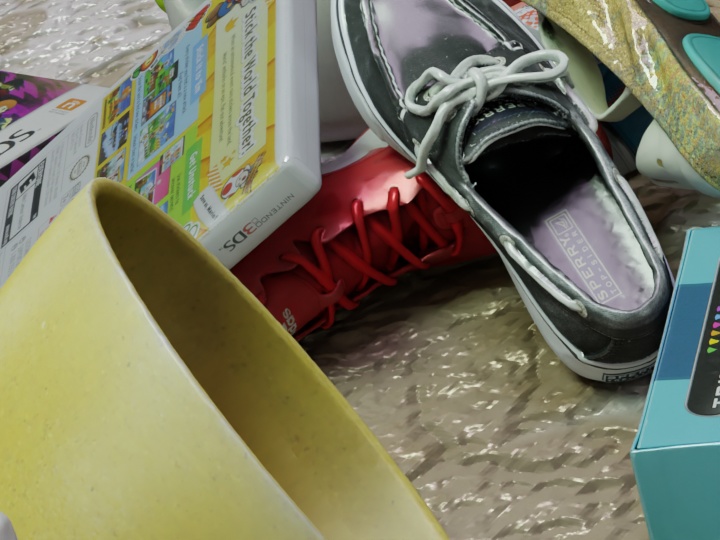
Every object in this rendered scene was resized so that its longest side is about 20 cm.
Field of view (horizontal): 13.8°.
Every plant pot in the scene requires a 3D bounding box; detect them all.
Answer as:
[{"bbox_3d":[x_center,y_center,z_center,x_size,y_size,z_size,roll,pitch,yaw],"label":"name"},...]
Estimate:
[{"bbox_3d":[-0.067,0.094,0.899,0.142,0.200,0.200,-41,26,7],"label":"plant pot"}]

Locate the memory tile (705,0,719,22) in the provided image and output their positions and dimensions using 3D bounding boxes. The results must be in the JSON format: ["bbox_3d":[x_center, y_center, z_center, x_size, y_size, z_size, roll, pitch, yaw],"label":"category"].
[{"bbox_3d":[0.213,-0.117,1.188,0.153,0.017,0.200,14,41,34],"label":"memory tile"}]

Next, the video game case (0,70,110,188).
[{"bbox_3d":[-0.232,-0.042,1.381,0.200,0.036,0.181,12,36,43],"label":"video game case"}]

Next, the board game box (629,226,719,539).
[{"bbox_3d":[0.201,0.031,0.999,0.199,0.047,0.151,-6,28,18],"label":"board game box"}]

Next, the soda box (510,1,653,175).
[{"bbox_3d":[0.163,-0.113,1.274,0.200,0.064,0.068,-27,31,-20],"label":"soda box"}]

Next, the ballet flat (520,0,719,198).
[{"bbox_3d":[0.115,-0.071,1.116,0.071,0.071,0.200,-25,54,-18],"label":"ballet flat"}]

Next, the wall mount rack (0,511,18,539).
[{"bbox_3d":[-0.131,0.148,0.821,0.199,0.174,0.074,2,-2,32],"label":"wall mount rack"}]

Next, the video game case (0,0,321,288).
[{"bbox_3d":[-0.086,-0.031,1.191,0.182,0.023,0.200,-40,24,20],"label":"video game case"}]

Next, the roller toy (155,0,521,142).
[{"bbox_3d":[-0.003,-0.157,1.363,0.199,0.140,0.183,-15,27,0],"label":"roller toy"}]

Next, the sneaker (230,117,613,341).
[{"bbox_3d":[0.000,0.000,1.157,0.200,0.078,0.116,-17,33,25],"label":"sneaker"}]

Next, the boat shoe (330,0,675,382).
[{"bbox_3d":[0.050,-0.050,1.095,0.073,0.068,0.200,-27,67,-5],"label":"boat shoe"}]
